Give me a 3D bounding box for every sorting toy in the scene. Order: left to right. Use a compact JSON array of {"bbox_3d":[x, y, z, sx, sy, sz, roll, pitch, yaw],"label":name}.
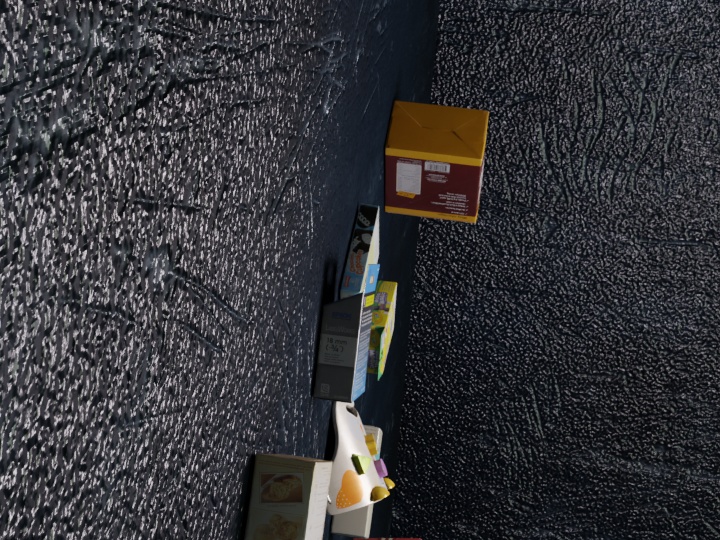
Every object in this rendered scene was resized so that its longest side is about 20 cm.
[{"bbox_3d":[-0.015,0.302,1.974,0.200,0.106,0.182,6,72,-84],"label":"sorting toy"}]

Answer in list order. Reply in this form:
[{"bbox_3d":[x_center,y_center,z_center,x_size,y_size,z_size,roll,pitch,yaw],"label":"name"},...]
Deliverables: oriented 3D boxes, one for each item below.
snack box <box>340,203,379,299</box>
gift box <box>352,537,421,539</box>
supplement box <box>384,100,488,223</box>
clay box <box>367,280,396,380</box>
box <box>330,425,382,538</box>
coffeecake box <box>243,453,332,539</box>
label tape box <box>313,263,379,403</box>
[{"bbox_3d":[0.000,0.000,1.937,0.117,0.037,0.201,89,10,-47],"label":"snack box"},{"bbox_3d":[0.046,0.697,2.473,0.200,0.182,0.189,-51,138,-72],"label":"gift box"},{"bbox_3d":[0.154,-0.221,2.374,0.201,0.195,0.134,89,10,-54],"label":"supplement box"},{"bbox_3d":[0.036,0.120,2.337,0.200,0.047,0.116,-70,165,-59],"label":"clay box"},{"bbox_3d":[-0.006,0.389,2.142,0.082,0.068,0.202,72,26,-74],"label":"box"},{"bbox_3d":[-0.087,0.315,1.324,0.154,0.072,0.202,60,37,-80],"label":"coffeecake box"},{"bbox_3d":[-0.020,0.087,1.732,0.144,0.063,0.202,-2,98,-83],"label":"label tape box"}]
